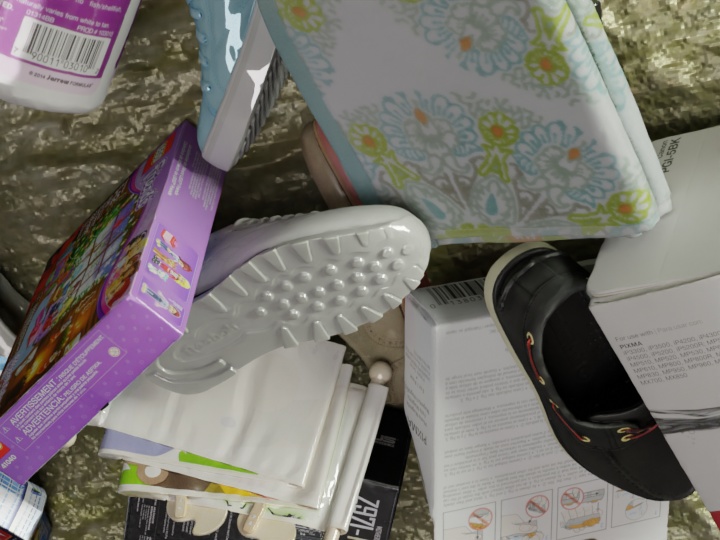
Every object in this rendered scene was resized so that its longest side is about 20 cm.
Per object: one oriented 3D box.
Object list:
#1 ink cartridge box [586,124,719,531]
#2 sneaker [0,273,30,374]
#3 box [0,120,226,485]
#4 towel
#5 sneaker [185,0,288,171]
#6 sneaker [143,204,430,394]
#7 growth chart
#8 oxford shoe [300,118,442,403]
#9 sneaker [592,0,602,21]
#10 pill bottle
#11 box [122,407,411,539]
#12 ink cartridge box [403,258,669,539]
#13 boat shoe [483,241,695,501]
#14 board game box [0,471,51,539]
[{"bbox_3d":[0.216,0.038,0.984,0.083,0.147,0.200,-14,123,34],"label":"ink cartridge box"},{"bbox_3d":[-0.264,0.029,1.115,0.200,0.077,0.081,22,109,-9],"label":"sneaker"},{"bbox_3d":[-0.142,0.013,1.010,0.039,0.200,0.137,40,115,-18],"label":"box"},{"bbox_3d":[0.054,-0.094,0.927,0.171,0.048,0.200,-4,132,34],"label":"towel"},{"bbox_3d":[-0.071,-0.156,0.993,0.082,0.074,0.200,20,110,7],"label":"sneaker"},{"bbox_3d":[-0.049,-0.002,1.012,0.200,0.081,0.076,-20,127,27],"label":"sneaker"},{"bbox_3d":[-0.081,0.084,1.056,0.200,0.145,0.018,19,158,17],"label":"growth chart"},{"bbox_3d":[0.000,0.000,1.058,0.075,0.070,0.200,-16,113,20],"label":"oxford shoe"},{"bbox_3d":[0.083,-0.151,0.983,0.089,0.077,0.200,29,125,29],"label":"sneaker"},{"bbox_3d":[-0.155,-0.193,0.948,0.112,0.112,0.200,22,105,-4],"label":"pill bottle"},{"bbox_3d":[-0.066,0.176,1.148,0.163,0.086,0.200,12,118,3],"label":"box"},{"bbox_3d":[0.108,0.095,1.069,0.162,0.057,0.200,-10,122,-17],"label":"ink cartridge box"},{"bbox_3d":[0.139,0.069,1.007,0.074,0.063,0.201,-40,124,-4],"label":"boat shoe"},{"bbox_3d":[-0.270,0.133,1.129,0.200,0.062,0.200,34,152,-19],"label":"board game box"}]
